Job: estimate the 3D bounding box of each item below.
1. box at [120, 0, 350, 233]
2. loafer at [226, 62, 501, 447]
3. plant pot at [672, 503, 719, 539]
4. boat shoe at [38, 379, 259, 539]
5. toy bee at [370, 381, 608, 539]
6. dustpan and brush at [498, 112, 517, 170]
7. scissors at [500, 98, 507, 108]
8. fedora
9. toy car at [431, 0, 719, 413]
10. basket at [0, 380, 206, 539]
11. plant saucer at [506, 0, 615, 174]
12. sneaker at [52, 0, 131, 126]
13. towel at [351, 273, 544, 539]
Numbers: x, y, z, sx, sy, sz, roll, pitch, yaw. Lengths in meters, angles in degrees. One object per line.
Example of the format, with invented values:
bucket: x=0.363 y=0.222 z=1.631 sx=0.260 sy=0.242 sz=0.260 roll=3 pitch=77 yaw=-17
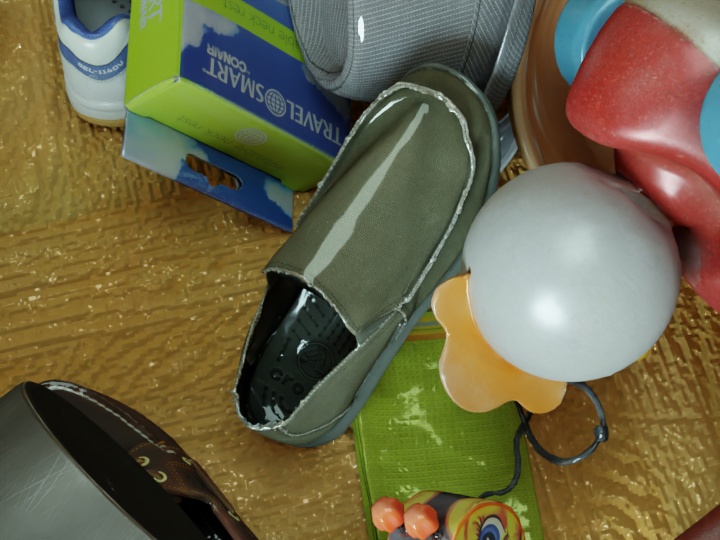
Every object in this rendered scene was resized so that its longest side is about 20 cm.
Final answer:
box: x=-0.060 y=-0.133 z=0.785 sx=0.048 sy=0.122 sz=0.201 roll=-21 pitch=58 yaw=39
loafer: x=0.000 y=0.000 z=0.696 sx=0.075 sy=0.070 sz=0.200 roll=29 pitch=105 yaw=17
plant pot: x=0.219 y=0.150 z=0.633 sx=0.195 sy=0.201 sz=0.201 roll=-30 pitch=70 yaw=-5
boat shoe: x=-0.091 y=0.118 z=0.694 sx=0.200 sy=0.070 sz=0.070 roll=40 pitch=71 yaw=16
toy bee: x=0.035 y=0.139 z=0.656 sx=0.131 sy=0.109 sz=0.201 roll=-21 pitch=59 yaw=33
dustpan and brush: x=0.113 y=-0.114 z=0.800 sx=0.140 sy=0.057 sz=0.200 roll=40 pitch=103 yaw=-6
scissors: x=0.015 y=-0.163 z=0.853 sx=0.200 sy=0.014 sz=0.073 roll=37 pitch=72 yaw=12
fedora: x=0.018 y=-0.161 z=0.744 sx=0.090 sy=0.177 sz=0.201 roll=3 pitch=98 yaw=-20
toy car: x=0.121 y=-0.005 z=0.666 sx=0.200 sy=0.184 sz=0.177 roll=-44 pitch=116 yaw=4
basket: x=-0.162 y=0.154 z=0.601 sx=0.200 sy=0.136 sz=0.180 roll=-45 pitch=116 yaw=-3
plant saucer: x=0.162 y=-0.106 z=0.767 sx=0.200 sy=0.037 sz=0.201 roll=-5 pitch=107 yaw=-17
sneaker: x=-0.127 y=-0.181 z=0.817 sx=0.075 sy=0.088 sz=0.201 roll=-4 pitch=65 yaw=-2
towel: x=0.036 y=0.058 z=0.753 sx=0.086 sy=0.018 sz=0.201 roll=-7 pitch=66 yaw=-4
